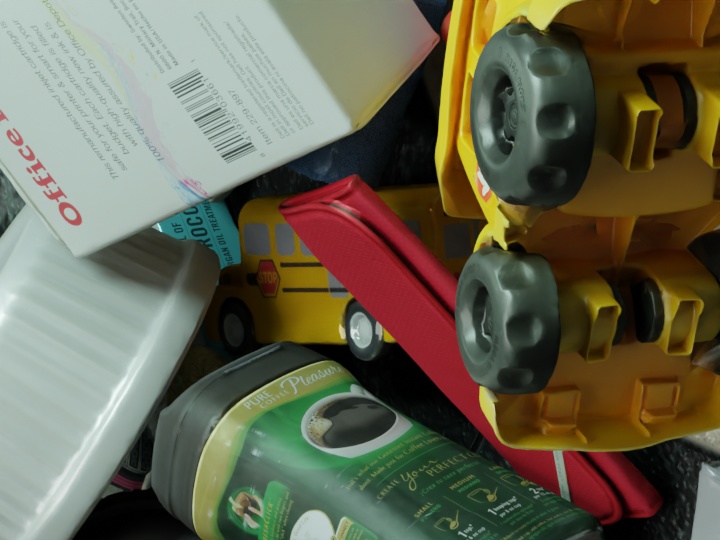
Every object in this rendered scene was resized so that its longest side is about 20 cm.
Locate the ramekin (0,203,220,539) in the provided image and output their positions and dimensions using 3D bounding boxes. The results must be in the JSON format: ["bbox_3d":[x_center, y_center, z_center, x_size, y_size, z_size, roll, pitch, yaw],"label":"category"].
[{"bbox_3d":[-0.159,0.052,1.285,0.202,0.094,0.202,-54,12,17],"label":"ramekin"}]

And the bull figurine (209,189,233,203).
[{"bbox_3d":[-0.071,-0.125,1.329,0.121,0.065,0.200,19,113,49],"label":"bull figurine"}]

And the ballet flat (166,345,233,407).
[{"bbox_3d":[-0.060,0.137,1.322,0.071,0.071,0.200,2,118,54],"label":"ballet flat"}]

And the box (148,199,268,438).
[{"bbox_3d":[-0.099,0.008,1.408,0.082,0.049,0.200,-45,61,47],"label":"box"}]

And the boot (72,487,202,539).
[{"bbox_3d":[-0.054,0.175,1.215,0.158,0.211,0.079,-72,-12,-66],"label":"boot"}]

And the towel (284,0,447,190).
[{"bbox_3d":[0.003,-0.141,1.209,0.112,0.049,0.200,32,107,44],"label":"towel"}]

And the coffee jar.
[{"bbox_3d":[0.004,0.110,1.181,0.200,0.104,0.085,31,126,31],"label":"coffee jar"}]

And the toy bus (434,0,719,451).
[{"bbox_3d":[0.087,-0.051,1.085,0.192,0.136,0.200,-132,43,-56],"label":"toy bus"}]

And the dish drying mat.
[{"bbox_3d":[0.046,0.039,1.143,0.200,0.018,0.077,46,157,-13],"label":"dish drying mat"}]

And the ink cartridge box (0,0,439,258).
[{"bbox_3d":[-0.089,-0.107,1.153,0.200,0.088,0.145,-23,109,42],"label":"ink cartridge box"}]

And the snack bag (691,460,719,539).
[{"bbox_3d":[0.187,0.202,1.077,0.189,0.021,0.200,33,122,45],"label":"snack bag"}]

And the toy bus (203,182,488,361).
[{"bbox_3d":[0.000,0.000,1.257,0.200,0.065,0.078,-1,96,54],"label":"toy bus"}]

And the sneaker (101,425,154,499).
[{"bbox_3d":[-0.171,0.052,1.496,0.200,0.075,0.081,50,134,37],"label":"sneaker"}]
